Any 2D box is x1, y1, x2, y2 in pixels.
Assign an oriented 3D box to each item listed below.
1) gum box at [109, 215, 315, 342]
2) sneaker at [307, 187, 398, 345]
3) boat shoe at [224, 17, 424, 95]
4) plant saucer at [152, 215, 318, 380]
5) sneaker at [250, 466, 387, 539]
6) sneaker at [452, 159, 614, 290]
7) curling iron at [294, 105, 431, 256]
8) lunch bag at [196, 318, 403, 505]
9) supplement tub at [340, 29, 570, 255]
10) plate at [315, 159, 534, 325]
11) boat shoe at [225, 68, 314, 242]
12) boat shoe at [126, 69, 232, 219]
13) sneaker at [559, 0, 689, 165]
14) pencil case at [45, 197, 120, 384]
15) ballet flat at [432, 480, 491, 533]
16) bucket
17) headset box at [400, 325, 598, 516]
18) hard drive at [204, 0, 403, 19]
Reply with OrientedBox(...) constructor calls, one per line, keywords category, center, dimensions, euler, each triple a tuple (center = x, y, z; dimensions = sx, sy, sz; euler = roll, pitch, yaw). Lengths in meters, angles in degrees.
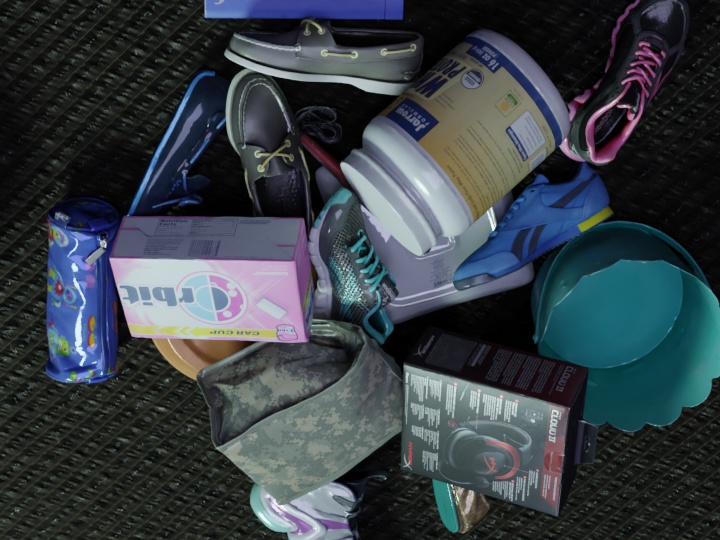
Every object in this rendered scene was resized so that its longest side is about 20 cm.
OrientedBox(category="gum box", center=(-0.152, 0.009, 1.453), dimensions=(0.199, 0.066, 0.114), euler=(1, 133, 8))
OrientedBox(category="sneaker", center=(0.000, 0.000, 1.496), dimensions=(0.091, 0.078, 0.201), euler=(20, 139, 22))
OrientedBox(category="boat shoe", center=(-0.034, -0.222, 1.439), dimensions=(0.200, 0.072, 0.061), euler=(6, 115, -14))
OrientedBox(category="plant saucer", center=(-0.136, 0.040, 1.555), dimensions=(0.199, 0.037, 0.201), euler=(-2, 112, -4))
OrientedBox(category="sneaker", center=(-0.014, 0.280, 1.638), dimensions=(0.140, 0.078, 0.200), euler=(-40, 110, 12))
OrientedBox(category="sneaker", center=(0.171, -0.048, 1.509), dimensions=(0.199, 0.066, 0.079), euler=(-30, 96, -15))
OrientedBox(category="curling iron", center=(0.003, -0.093, 1.487), dimensions=(0.050, 0.026, 0.200), euler=(-40, 90, 12))
OrientedBox(category="lunch bag", center=(-0.048, 0.138, 1.534), dimensions=(0.199, 0.118, 0.164), euler=(-27, 142, 9))
OrientedBox(category="supplement tub", center=(0.093, -0.125, 1.422), dimensions=(0.200, 0.144, 0.145), euler=(-42, 110, -7))
OrientedBox(category="plate", center=(0.073, -0.043, 1.539), dimensions=(0.198, 0.032, 0.201), euler=(-17, 112, 2))
OrientedBox(category="boat shoe", center=(-0.085, -0.105, 1.456), dimensions=(0.071, 0.061, 0.202), euler=(-19, 117, -14))
OrientedBox(category="boat shoe", center=(-0.181, -0.104, 1.469), dimensions=(0.068, 0.084, 0.201), euler=(26, 110, -11))
OrientedBox(category="sneaker", center=(0.277, -0.190, 1.460), dimensions=(0.079, 0.095, 0.201), euler=(26, 104, -12))
OrientedBox(category="pencil case", center=(-0.290, 0.024, 1.512), dimensions=(0.078, 0.087, 0.201), euler=(-12, 118, -35))
OrientedBox(category="ballet flat", center=(0.107, 0.202, 1.632), dimensions=(0.065, 0.070, 0.201), euler=(-24, 117, -24))
OrientedBox(category="bucket", center=(0.279, 0.054, 1.537), dimensions=(0.206, 0.135, 0.208), euler=(-2, 113, -4))
OrientedBox(category="headset box", center=(0.146, 0.158, 1.488), dimensions=(0.199, 0.075, 0.149), euler=(14, 127, 19))
OrientedBox(category="hard drive", center=(-0.055, -0.316, 1.423), dimensions=(0.199, 0.025, 0.133), euler=(0, 112, -4))
